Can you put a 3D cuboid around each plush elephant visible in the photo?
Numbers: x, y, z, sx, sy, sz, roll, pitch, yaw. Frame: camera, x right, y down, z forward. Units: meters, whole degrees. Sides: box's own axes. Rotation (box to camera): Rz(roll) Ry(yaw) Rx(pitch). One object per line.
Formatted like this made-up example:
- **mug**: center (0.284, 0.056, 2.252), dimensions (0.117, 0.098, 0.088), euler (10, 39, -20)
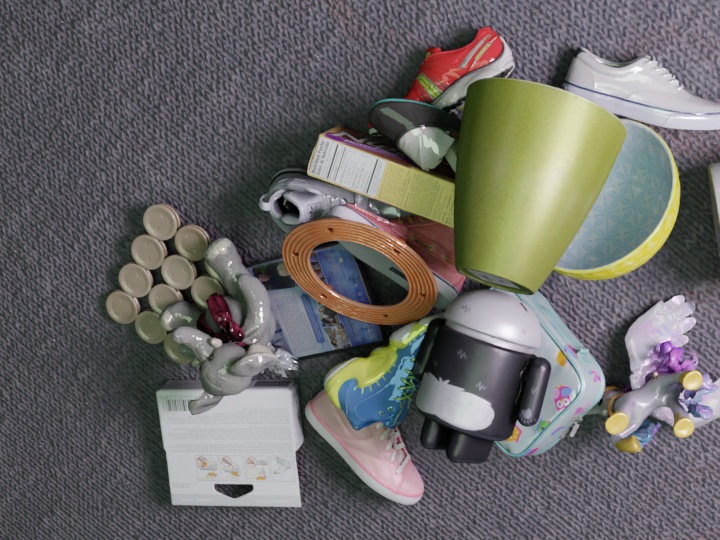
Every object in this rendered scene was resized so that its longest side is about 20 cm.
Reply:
- **plush elephant**: center (-0.178, 0.095, 1.410), dimensions (0.200, 0.155, 0.165), euler (44, 117, -6)

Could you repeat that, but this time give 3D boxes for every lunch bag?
- **lunch bag**: center (0.202, 0.121, 1.367), dimensions (0.161, 0.077, 0.201), euler (-48, 58, 20)

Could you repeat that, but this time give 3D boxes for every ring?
- **ring**: center (0.000, 0.000, 1.343), dimensions (0.199, 0.019, 0.201), euler (16, 146, 11)

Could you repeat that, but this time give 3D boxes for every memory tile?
- **memory tile**: center (-0.255, 0.020, 1.500), dimensions (0.153, 0.017, 0.201), euler (32, 117, 3)

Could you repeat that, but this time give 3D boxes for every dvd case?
- **dvd case**: center (-0.073, 0.048, 1.461), dimensions (0.198, 0.018, 0.144), euler (-13, 105, 26)

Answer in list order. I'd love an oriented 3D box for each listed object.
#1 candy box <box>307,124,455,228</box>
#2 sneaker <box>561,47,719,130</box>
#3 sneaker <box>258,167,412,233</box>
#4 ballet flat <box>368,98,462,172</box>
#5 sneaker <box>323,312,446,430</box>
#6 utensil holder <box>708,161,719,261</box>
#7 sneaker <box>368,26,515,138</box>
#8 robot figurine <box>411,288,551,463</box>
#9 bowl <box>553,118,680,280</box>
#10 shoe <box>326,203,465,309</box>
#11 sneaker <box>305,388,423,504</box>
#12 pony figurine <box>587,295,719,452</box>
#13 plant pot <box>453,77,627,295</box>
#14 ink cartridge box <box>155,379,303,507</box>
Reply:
- **candy box**: center (0.045, -0.118, 1.357), dimensions (0.198, 0.117, 0.057), euler (22, 107, 6)
- **sneaker**: center (0.337, -0.213, 1.289), dimensions (0.198, 0.073, 0.071), euler (14, 111, 8)
- **sneaker**: center (-0.031, -0.074, 1.386), dimensions (0.198, 0.115, 0.076), euler (14, 109, 8)
- **ballet flat**: center (0.102, -0.150, 1.308), dimensions (0.198, 0.069, 0.068), euler (10, 143, -29)
- **sneaker**: center (0.053, 0.136, 1.397), dimensions (0.199, 0.076, 0.106), euler (-31, 75, 20)
- **utensil holder**: center (0.506, -0.060, 1.247), dimensions (0.198, 0.170, 0.172), euler (-8, 104, 15)
- **sneaker**: center (0.092, -0.228, 1.350), dimensions (0.199, 0.077, 0.086), euler (-28, 78, 17)
- **robot figurine**: center (0.138, 0.122, 1.292), dimensions (0.149, 0.125, 0.202), euler (18, 93, 2)
- **bowl**: center (0.294, -0.067, 1.310), dimensions (0.199, 0.201, 0.108), euler (-30, 141, 18)
- **shoe**: center (0.053, -0.042, 1.363), dimensions (0.199, 0.071, 0.092), euler (35, 67, -17)
- **sneaker**: center (0.027, 0.218, 1.477), dimensions (0.200, 0.075, 0.105), euler (43, 115, 2)
- **pony figurine**: center (0.362, 0.145, 1.343), dimensions (0.192, 0.200, 0.168), euler (-30, 93, 3)
- **plant pot**: center (0.178, -0.082, 1.225), dimensions (0.185, 0.187, 0.202), euler (17, 84, 7)
- **ink cartridge box**: center (-0.178, 0.242, 1.546), dimensions (0.198, 0.044, 0.175), euler (-1, 106, 12)
